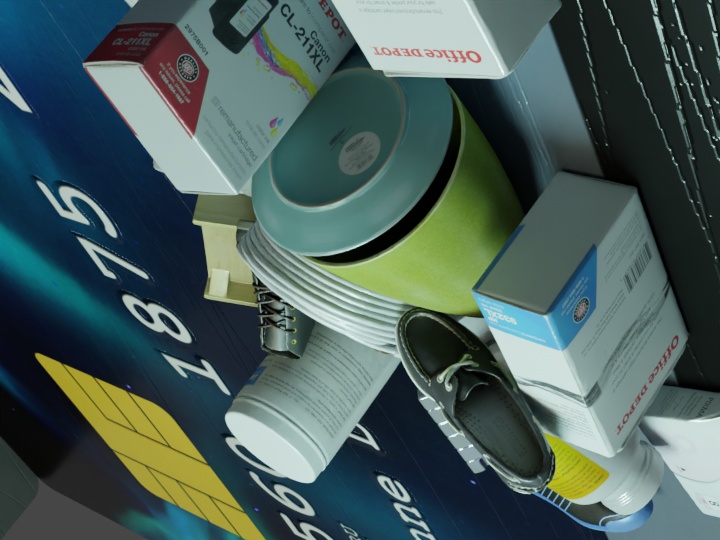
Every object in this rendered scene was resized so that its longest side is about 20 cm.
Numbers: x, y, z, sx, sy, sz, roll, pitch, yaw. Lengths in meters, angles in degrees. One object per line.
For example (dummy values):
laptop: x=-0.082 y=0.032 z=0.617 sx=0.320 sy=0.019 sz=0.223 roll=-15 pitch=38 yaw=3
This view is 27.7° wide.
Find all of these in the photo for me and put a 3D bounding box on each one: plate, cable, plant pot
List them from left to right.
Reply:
plate: x=-0.015 y=-0.106 z=1.216 sx=0.200 sy=0.201 sz=0.026 roll=15 pitch=162 yaw=41
cable: x=-0.017 y=0.000 z=1.400 sx=0.199 sy=0.069 sz=0.200 roll=19 pitch=-162 yaw=-31
plant pot: x=0.065 y=-0.042 z=1.281 sx=0.187 sy=0.188 sz=0.200 roll=12 pitch=162 yaw=44

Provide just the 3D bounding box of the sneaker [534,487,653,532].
sneaker: x=0.231 y=0.231 z=1.638 sx=0.199 sy=0.070 sz=0.078 roll=16 pitch=155 yaw=42

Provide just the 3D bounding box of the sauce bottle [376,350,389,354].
sauce bottle: x=0.000 y=0.000 z=1.549 sx=0.065 sy=0.065 sz=0.200 roll=9 pitch=139 yaw=47

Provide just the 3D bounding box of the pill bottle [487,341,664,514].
pill bottle: x=0.193 y=0.154 z=1.391 sx=0.200 sy=0.105 sz=0.104 roll=34 pitch=158 yaw=-20

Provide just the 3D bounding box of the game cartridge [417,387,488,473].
game cartridge: x=0.171 y=0.124 z=1.456 sx=0.199 sy=0.038 sz=0.130 roll=-22 pitch=120 yaw=22

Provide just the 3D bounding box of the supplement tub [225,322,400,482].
supplement tub: x=-0.048 y=0.127 z=1.677 sx=0.132 sy=0.200 sz=0.132 roll=30 pitch=155 yaw=16

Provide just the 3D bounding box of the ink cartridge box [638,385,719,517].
ink cartridge box: x=0.375 y=0.183 z=1.383 sx=0.200 sy=0.057 sz=0.163 roll=9 pitch=144 yaw=55

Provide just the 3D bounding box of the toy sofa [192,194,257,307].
toy sofa: x=-0.135 y=-0.046 z=1.660 sx=0.082 sy=0.098 sz=0.200 roll=9 pitch=152 yaw=3

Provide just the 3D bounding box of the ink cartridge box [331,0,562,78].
ink cartridge box: x=0.035 y=-0.240 z=1.050 sx=0.144 sy=0.085 sz=0.200 roll=11 pitch=144 yaw=46

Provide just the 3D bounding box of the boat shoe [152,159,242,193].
boat shoe: x=-0.132 y=-0.119 z=1.522 sx=0.199 sy=0.072 sz=0.062 roll=13 pitch=104 yaw=24

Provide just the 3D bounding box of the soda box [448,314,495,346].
soda box: x=0.139 y=0.104 z=1.517 sx=0.200 sy=0.068 sz=0.064 roll=53 pitch=-177 yaw=-31

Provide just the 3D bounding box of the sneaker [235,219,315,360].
sneaker: x=-0.085 y=0.024 z=1.548 sx=0.074 sy=0.107 sz=0.200 roll=10 pitch=162 yaw=25

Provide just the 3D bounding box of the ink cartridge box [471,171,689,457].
ink cartridge box: x=0.194 y=0.039 z=1.253 sx=0.083 sy=0.145 sz=0.200 roll=17 pitch=149 yaw=40

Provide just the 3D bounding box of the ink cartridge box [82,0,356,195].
ink cartridge box: x=-0.109 y=-0.184 z=1.208 sx=0.083 sy=0.200 sz=0.146 roll=6 pitch=142 yaw=45

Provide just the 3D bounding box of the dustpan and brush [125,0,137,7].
dustpan and brush: x=-0.186 y=-0.244 z=1.377 sx=0.140 sy=0.057 sz=0.200 roll=46 pitch=155 yaw=-19

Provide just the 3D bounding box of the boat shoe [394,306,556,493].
boat shoe: x=0.100 y=0.110 z=1.285 sx=0.200 sy=0.074 sz=0.060 roll=56 pitch=178 yaw=14

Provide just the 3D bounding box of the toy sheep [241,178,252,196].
toy sheep: x=-0.092 y=-0.135 z=1.364 sx=0.200 sy=0.138 sz=0.138 roll=47 pitch=159 yaw=16
